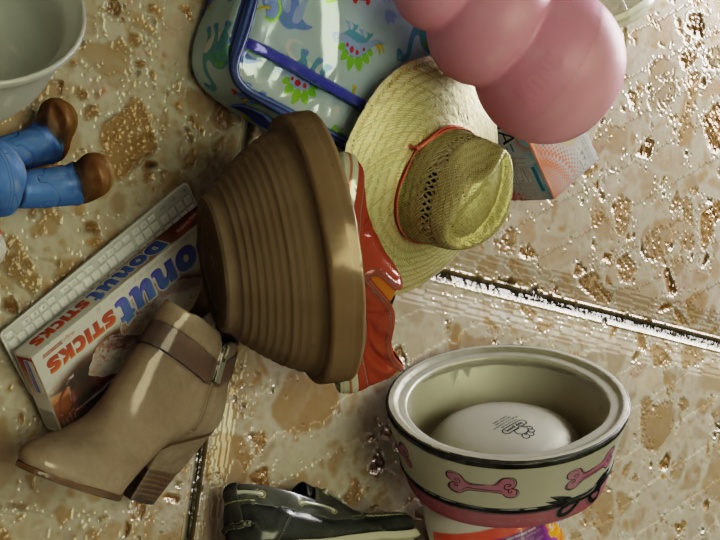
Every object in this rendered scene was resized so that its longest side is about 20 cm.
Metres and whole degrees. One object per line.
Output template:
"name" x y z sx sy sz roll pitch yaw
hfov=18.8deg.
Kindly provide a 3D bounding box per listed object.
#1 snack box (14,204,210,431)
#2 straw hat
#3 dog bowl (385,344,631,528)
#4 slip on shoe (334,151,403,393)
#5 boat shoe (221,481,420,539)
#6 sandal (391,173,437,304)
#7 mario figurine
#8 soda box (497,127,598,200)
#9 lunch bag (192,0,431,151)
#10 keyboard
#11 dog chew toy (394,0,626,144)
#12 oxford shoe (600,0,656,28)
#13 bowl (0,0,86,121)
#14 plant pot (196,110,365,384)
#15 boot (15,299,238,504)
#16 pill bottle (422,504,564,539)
"snack box" -0.169 0.034 1.626 0.200 0.024 0.072 -41 128 -32
"straw hat" 0.073 -0.063 1.712 0.200 0.085 0.203 -19 117 -41
"dog bowl" 0.119 0.137 1.775 0.199 0.199 0.074 -21 122 -37
"slip on shoe" 0.000 0.000 1.660 0.061 0.074 0.202 -11 118 -10
"boat shoe" -0.028 0.198 1.727 0.199 0.072 0.068 6 61 -45
"sandal" 0.005 -0.016 1.774 0.075 0.045 0.201 57 46 -30
"mario figurine" -0.261 -0.067 1.499 0.199 0.123 0.107 -23 123 -42
"soda box" 0.127 -0.160 1.856 0.068 0.063 0.201 -40 115 -32
"lunch bag" -0.028 -0.175 1.717 0.199 0.082 0.162 28 75 -35
"keyboard" -0.187 0.012 1.629 0.200 0.011 0.057 -42 116 -31
"dog chew toy" 0.108 -0.187 1.677 0.199 0.124 0.125 35 68 -18
"oxford shoe" 0.175 -0.220 1.810 0.199 0.075 0.058 -26 109 -33
"bowl" -0.291 -0.156 1.463 0.200 0.201 0.091 -16 143 -38
"plant pot" -0.066 -0.012 1.599 0.092 0.201 0.203 -9 97 -15
"boot" -0.163 0.092 1.583 0.147 0.070 0.200 -65 156 0
"pill bottle" 0.127 0.275 1.827 0.111 0.111 0.202 -25 106 -37
